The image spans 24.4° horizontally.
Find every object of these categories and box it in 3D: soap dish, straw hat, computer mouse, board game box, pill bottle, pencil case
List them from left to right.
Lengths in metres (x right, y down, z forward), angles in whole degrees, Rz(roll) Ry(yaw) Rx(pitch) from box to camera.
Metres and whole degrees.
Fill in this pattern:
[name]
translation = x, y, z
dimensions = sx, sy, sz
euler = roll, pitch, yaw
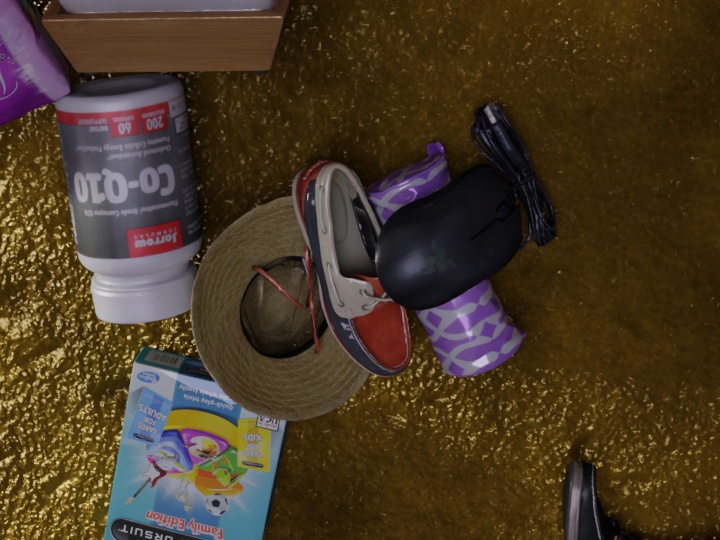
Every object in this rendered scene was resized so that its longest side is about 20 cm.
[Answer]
[pill bottle]
translation = -0.198, -0.063, 1.461
dimensions = 0.113, 0.114, 0.202
euler = -4, 106, 8
[soap dish]
translation = -0.148, -0.227, 1.390
dimensions = 0.198, 0.158, 0.082
euler = 0, 124, 7
[board game box]
translation = -0.152, 0.187, 1.567
dimensions = 0.149, 0.047, 0.202
euler = 13, 108, 3
[straw hat]
translation = -0.072, 0.033, 1.486
dimensions = 0.199, 0.085, 0.204
euler = 1, 88, -26
[pencil case]
translation = 0.078, -0.004, 1.466
dimensions = 0.085, 0.084, 0.201
euler = -32, 106, -24
[computer mouse]
translation = 0.093, -0.042, 1.399
dimensions = 0.052, 0.200, 0.139
euler = -7, 117, 53

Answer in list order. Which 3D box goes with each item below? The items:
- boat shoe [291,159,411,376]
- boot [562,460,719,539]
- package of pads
[boat shoe]
translation = 0.000, 0.000, 1.441
dimensions = 0.071, 0.062, 0.202
euler = -25, 100, -26
[boot]
translation = 0.262, 0.261, 1.526
dimensions = 0.149, 0.073, 0.202
euler = -5, 110, 9
[package of pads]
translation = -0.334, -0.207, 1.365
dimensions = 0.120, 0.076, 0.201
euler = -23, 135, 5
